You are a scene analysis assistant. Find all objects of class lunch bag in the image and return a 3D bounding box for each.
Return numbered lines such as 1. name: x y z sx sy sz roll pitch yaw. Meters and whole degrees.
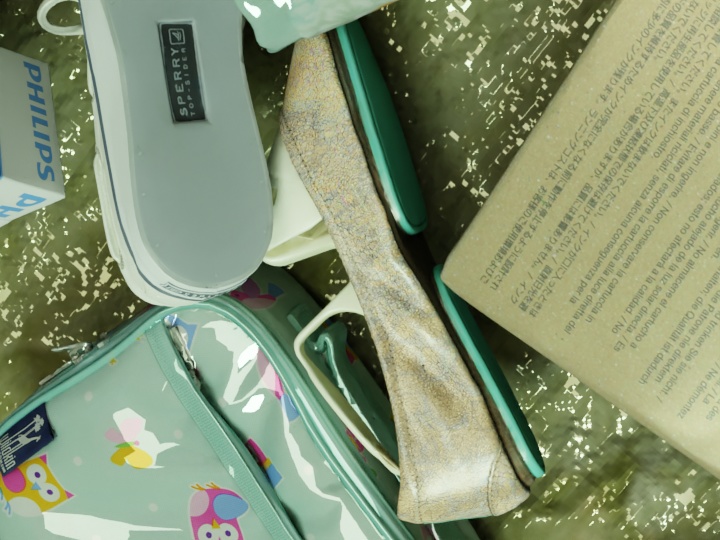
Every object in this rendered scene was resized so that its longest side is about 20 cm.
1. lunch bag: -0.046 0.101 0.927 0.160 0.077 0.200 -35 92 27

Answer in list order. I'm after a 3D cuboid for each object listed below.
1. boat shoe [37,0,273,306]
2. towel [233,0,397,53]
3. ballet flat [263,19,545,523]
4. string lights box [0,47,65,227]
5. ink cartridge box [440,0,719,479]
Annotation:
1. boat shoe: -0.075 -0.084 0.880 0.086 0.074 0.202 155 108 -64
2. towel: 0.002 -0.196 0.807 0.171 0.048 0.200 -23 98 11
3. ballet flat: 0.000 0.000 0.865 0.067 0.068 0.200 -23 84 10
4. string lights box: -0.209 -0.052 0.825 0.103 0.200 0.059 -25 65 32
5. ink cartridge box: 0.148 -0.036 0.808 0.165 0.075 0.200 35 115 6
